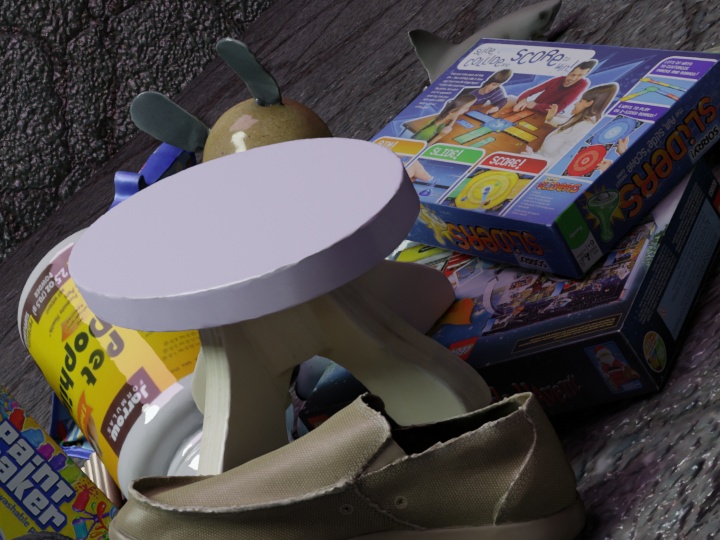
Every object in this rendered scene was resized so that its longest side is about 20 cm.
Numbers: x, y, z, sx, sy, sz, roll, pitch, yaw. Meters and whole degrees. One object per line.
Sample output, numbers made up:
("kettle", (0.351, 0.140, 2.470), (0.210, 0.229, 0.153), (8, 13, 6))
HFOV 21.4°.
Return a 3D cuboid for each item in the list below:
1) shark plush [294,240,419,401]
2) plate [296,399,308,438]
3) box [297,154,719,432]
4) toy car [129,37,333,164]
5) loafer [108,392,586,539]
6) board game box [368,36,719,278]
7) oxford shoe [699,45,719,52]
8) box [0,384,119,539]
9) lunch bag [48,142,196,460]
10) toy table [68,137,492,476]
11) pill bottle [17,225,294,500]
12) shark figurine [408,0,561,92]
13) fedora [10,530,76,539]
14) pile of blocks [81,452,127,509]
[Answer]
("shark plush", (0.000, 0.000, 1.094), (0.199, 0.083, 0.091), (-28, 19, 46))
("plate", (0.045, 0.037, 1.088), (0.200, 0.026, 0.200), (-38, 14, 12))
("box", (0.076, 0.022, 0.947), (0.199, 0.038, 0.137), (-18, 29, 39))
("toy car", (-0.059, -0.053, 1.257), (0.164, 0.201, 0.158), (-28, 18, 32))
("loafer", (-0.007, 0.087, 0.796), (0.198, 0.068, 0.076), (-5, 6, -3))
("board game box", (0.086, -0.065, 0.984), (0.135, 0.035, 0.199), (-43, 28, -20))
("oxford shoe", (0.164, -0.080, 1.052), (0.198, 0.058, 0.075), (-18, 13, 20))
("box", (-0.245, 0.171, 1.105), (0.193, 0.200, 0.122), (-46, 14, -14))
("lunch bag", (-0.155, 0.015, 1.326), (0.093, 0.202, 0.151), (11, 37, 16))
("toy table", (-0.035, 0.020, 0.886), (0.184, 0.118, 0.199), (-40, 25, -25))
("pill bottle", (-0.111, 0.068, 1.091), (0.109, 0.109, 0.200), (-41, 51, -2))
("shark figurine", (0.067, -0.147, 1.469), (0.128, 0.090, 0.215), (-32, 15, 38))
("fedora", (-0.152, 0.182, 0.873), (0.092, 0.201, 0.200), (-41, 11, -32))
("pile of blocks", (-0.133, 0.137, 1.232), (0.200, 0.082, 0.063), (-42, 53, 42))
